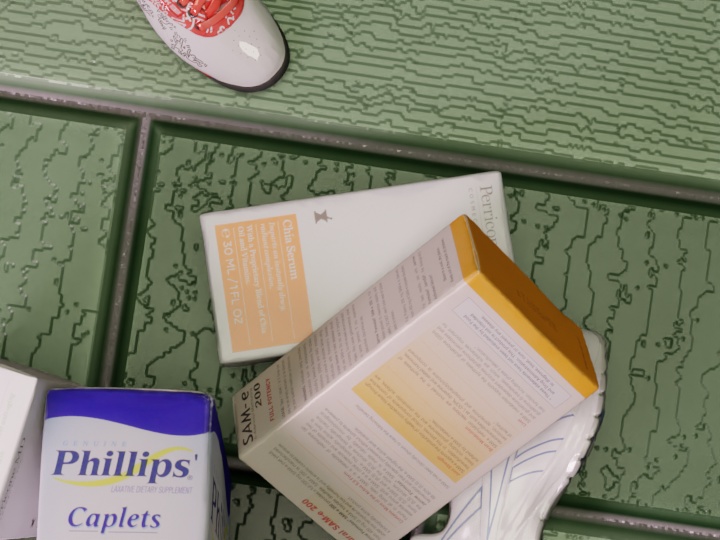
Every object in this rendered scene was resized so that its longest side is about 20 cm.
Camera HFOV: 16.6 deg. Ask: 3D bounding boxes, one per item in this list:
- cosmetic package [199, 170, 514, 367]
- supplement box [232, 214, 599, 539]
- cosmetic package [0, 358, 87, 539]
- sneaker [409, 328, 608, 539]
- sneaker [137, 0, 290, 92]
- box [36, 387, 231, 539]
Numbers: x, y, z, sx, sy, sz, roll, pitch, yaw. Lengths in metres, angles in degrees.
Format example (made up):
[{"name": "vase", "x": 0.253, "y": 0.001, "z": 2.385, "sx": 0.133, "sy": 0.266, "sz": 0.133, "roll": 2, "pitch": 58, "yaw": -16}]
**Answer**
[{"name": "cosmetic package", "x": 0.000, "y": 0.000, "z": 1.620, "sx": 0.199, "sy": 0.071, "sz": 0.102, "roll": -9, "pitch": 86, "yaw": -1}, {"name": "supplement box", "x": 0.033, "y": 0.077, "z": 1.562, "sx": 0.200, "sy": 0.074, "sz": 0.126, "roll": -38, "pitch": 119, "yaw": 16}, {"name": "cosmetic package", "x": -0.236, "y": 0.108, "z": 1.546, "sx": 0.084, "sy": 0.200, "sz": 0.108, "roll": 18, "pitch": 88, "yaw": 4}, {"name": "sneaker", "x": 0.101, "y": 0.124, "z": 1.614, "sx": 0.087, "sy": 0.075, "sz": 0.201, "roll": 27, "pitch": 86, "yaw": 6}, {"name": "sneaker", "x": -0.126, "y": -0.201, "z": 1.612, "sx": 0.067, "sy": 0.108, "sz": 0.202, "roll": -40, "pitch": 88, "yaw": -2}, {"name": "box", "x": -0.138, "y": 0.195, "z": 1.528, "sx": 0.104, "sy": 0.184, "sz": 0.201, "roll": 0, "pitch": 69, "yaw": 0}]
